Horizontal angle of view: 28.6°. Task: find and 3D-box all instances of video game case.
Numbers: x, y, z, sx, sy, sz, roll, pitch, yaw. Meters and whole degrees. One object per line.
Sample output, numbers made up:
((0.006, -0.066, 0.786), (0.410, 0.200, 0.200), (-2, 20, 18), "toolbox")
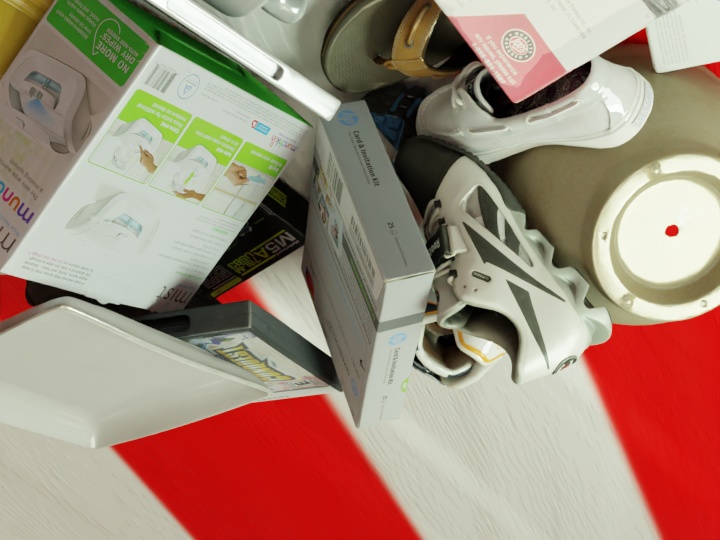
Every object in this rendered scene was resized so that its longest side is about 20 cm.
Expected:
((-0.128, 0.071, 1.077), (0.180, 0.026, 0.200), (-8, 161, 17), "video game case")
((-0.117, -0.170, 0.913), (0.200, 0.143, 0.018), (30, 95, -40), "video game case")

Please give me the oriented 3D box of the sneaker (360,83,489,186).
((0.073, -0.067, 1.083), (0.200, 0.075, 0.087), (34, 162, -15), "sneaker")

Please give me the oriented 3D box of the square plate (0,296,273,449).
((-0.198, 0.073, 0.997), (0.199, 0.029, 0.198), (-20, 149, 35), "square plate")

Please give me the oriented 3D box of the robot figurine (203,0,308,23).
((-0.099, -0.233, 0.865), (0.200, 0.113, 0.169), (30, 144, -27), "robot figurine")

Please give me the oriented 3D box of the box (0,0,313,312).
((-0.154, -0.073, 0.951), (0.177, 0.097, 0.200), (-53, 153, 10), "box")

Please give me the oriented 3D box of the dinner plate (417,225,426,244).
((0.066, 0.027, 1.186), (0.199, 0.024, 0.200), (12, 151, 7), "dinner plate")

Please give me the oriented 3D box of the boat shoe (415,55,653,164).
((0.098, -0.113, 0.944), (0.068, 0.072, 0.200), (29, 168, -37), "boat shoe")

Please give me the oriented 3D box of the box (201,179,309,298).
((-0.173, -0.045, 1.145), (0.200, 0.048, 0.193), (-31, 131, 33), "box")

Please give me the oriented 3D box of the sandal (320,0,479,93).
((0.063, -0.163, 0.976), (0.199, 0.055, 0.082), (-11, 137, 17), "sandal")

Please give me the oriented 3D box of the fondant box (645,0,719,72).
((0.272, -0.215, 0.895), (0.199, 0.058, 0.145), (-9, 137, 17), "fondant box")

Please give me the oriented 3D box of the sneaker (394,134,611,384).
((0.073, -0.009, 0.960), (0.088, 0.200, 0.074), (-33, 156, -19), "sneaker")

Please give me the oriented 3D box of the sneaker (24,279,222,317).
((-0.178, 0.035, 1.122), (0.200, 0.091, 0.076), (33, 169, -24), "sneaker")

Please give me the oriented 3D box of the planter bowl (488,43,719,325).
((0.199, -0.045, 0.981), (0.199, 0.135, 0.201), (-3, 112, -6), "planter bowl")

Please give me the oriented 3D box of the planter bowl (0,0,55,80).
((-0.261, -0.155, 0.944), (0.199, 0.084, 0.201), (15, 160, 6), "planter bowl")

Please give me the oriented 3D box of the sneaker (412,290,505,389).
((0.055, 0.044, 1.089), (0.078, 0.080, 0.200), (35, 159, -14), "sneaker")

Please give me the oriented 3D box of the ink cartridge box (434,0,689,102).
((0.133, -0.215, 0.813), (0.200, 0.085, 0.146), (-28, 118, 27), "ink cartridge box")

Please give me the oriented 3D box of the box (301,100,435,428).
((0.000, 0.000, 1.041), (0.041, 0.156, 0.200), (-11, 146, -15), "box")
